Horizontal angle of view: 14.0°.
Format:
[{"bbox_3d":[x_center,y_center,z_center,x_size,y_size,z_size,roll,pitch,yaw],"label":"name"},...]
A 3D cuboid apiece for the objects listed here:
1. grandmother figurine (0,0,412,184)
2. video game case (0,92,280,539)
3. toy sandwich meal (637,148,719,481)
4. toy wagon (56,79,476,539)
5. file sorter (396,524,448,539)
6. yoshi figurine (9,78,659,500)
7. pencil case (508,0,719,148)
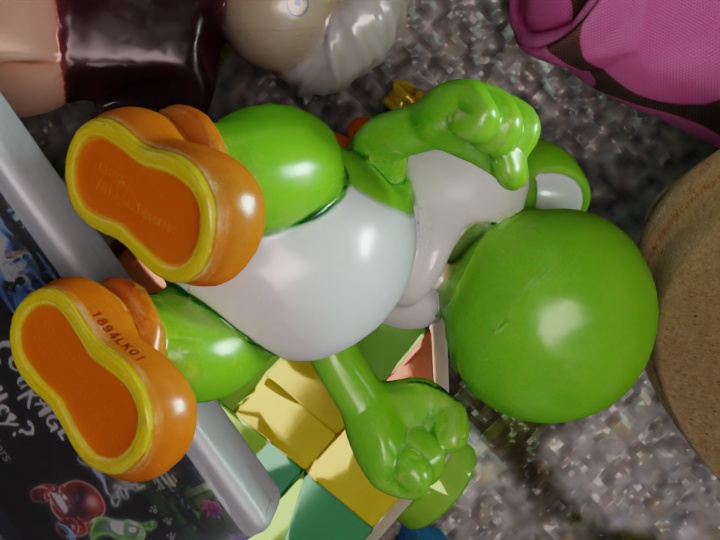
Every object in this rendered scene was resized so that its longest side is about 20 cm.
[{"bbox_3d":[-0.084,-0.069,0.825,0.200,0.061,0.121,-5,94,-8],"label":"grandmother figurine"},{"bbox_3d":[-0.148,0.022,0.809,0.182,0.023,0.200,-25,110,26],"label":"video game case"},{"bbox_3d":[0.177,0.016,0.825,0.205,0.205,0.070,43,48,-17],"label":"toy sandwich meal"},{"bbox_3d":[-0.037,0.029,0.872,0.155,0.040,0.200,41,93,-17],"label":"toy wagon"},{"bbox_3d":[0.057,0.201,0.881,0.123,0.139,0.200,14,100,-17],"label":"file sorter"},{"bbox_3d":[0.012,0.004,0.777,0.200,0.112,0.112,-10,86,-51],"label":"yoshi figurine"},{"bbox_3d":[0.149,-0.070,0.864,0.200,0.091,0.094,25,66,-17],"label":"pencil case"}]
